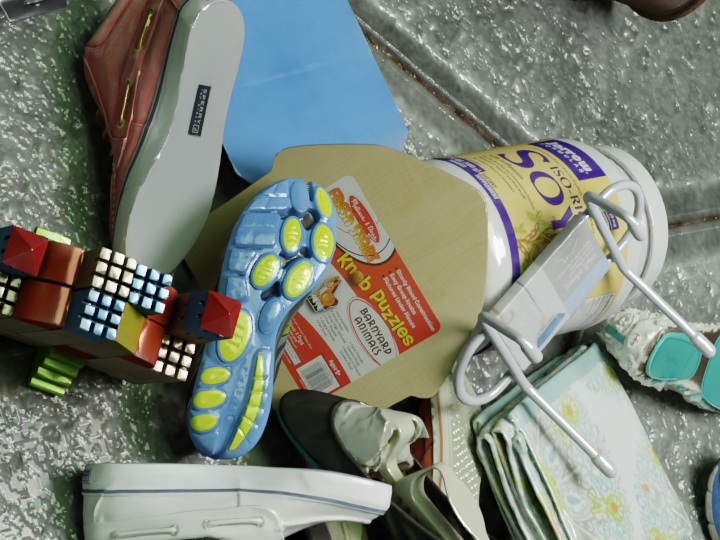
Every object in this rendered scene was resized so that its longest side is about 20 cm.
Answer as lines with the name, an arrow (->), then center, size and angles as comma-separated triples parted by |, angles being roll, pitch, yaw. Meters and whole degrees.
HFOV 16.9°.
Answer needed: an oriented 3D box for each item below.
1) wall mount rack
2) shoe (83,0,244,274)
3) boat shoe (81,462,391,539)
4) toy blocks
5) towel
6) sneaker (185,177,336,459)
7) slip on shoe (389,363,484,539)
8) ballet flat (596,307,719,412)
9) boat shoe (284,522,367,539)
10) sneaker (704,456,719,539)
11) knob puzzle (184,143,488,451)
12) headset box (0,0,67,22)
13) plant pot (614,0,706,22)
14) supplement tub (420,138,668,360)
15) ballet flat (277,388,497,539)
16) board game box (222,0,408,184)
wall mount rack -> 0.162, 0.043, 1.685 | 0.200, 0.075, 0.174 | -48, 140, -11
shoe -> -0.146, -0.096, 1.643 | 0.071, 0.091, 0.200 | 11, 95, -50
boat shoe -> -0.080, 0.159, 1.560 | 0.200, 0.074, 0.065 | 2, 84, -2
toy blocks -> -0.170, 0.022, 1.512 | 0.200, 0.137, 0.100 | 22, 75, -26
towel -> 0.163, 0.156, 1.782 | 0.200, 0.048, 0.171 | -30, 96, -57
sneaker -> -0.075, 0.030, 1.619 | 0.071, 0.083, 0.200 | 21, 80, -15
slip on shoe -> 0.050, 0.141, 1.708 | 0.074, 0.061, 0.200 | 52, 32, -41
ballet flat -> 0.248, 0.062, 1.889 | 0.200, 0.072, 0.072 | 23, 57, -54
boat shoe -> -0.026, 0.217, 1.593 | 0.066, 0.072, 0.201 | 7, 45, -20
sneaker -> 0.340, 0.225, 1.890 | 0.078, 0.089, 0.200 | -22, 87, -43
knob puzzle -> 0.000, 0.000, 1.666 | 0.220, 0.219, 0.030 | 60, 8, -3
headset box -> -0.251, -0.264, 1.616 | 0.149, 0.075, 0.200 | -21, 86, -42
plant pot -> 0.177, -0.313, 1.919 | 0.198, 0.200, 0.201 | 8, 68, -28
supplement tub -> 0.114, -0.020, 1.767 | 0.200, 0.145, 0.146 | -12, 81, -41
ballet flat -> 0.029, 0.137, 1.613 | 0.200, 0.068, 0.068 | 47, 33, 15
board game box -> -0.060, -0.134, 1.746 | 0.158, 0.039, 0.200 | -19, 80, -37
